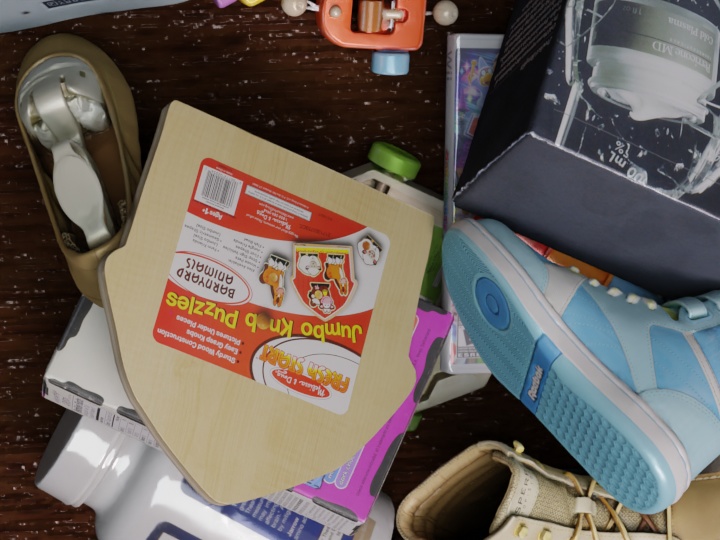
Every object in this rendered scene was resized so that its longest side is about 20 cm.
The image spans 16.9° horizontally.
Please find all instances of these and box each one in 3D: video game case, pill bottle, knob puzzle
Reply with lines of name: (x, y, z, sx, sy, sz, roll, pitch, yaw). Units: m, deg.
video game case: (0.117, -0.040, 1.445, 0.143, 0.018, 0.200, -1, 95, -20)
pill bottle: (-0.089, 0.139, 1.454, 0.200, 0.111, 0.111, 30, 99, -12)
knob puzzle: (-0.059, 0.033, 1.326, 0.219, 0.030, 0.220, 6, 79, -30)

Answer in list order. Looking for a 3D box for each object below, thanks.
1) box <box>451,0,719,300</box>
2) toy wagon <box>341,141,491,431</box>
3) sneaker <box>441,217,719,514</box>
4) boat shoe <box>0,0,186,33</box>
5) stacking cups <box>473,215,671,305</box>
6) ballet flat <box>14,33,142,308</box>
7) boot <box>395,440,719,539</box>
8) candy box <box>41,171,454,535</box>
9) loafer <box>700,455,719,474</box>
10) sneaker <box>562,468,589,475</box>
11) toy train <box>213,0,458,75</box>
box: (0.183, -0.101, 1.372, 0.200, 0.124, 0.197, 23, 68, -11)
toy wagon: (0.000, 0.000, 1.466, 0.200, 0.040, 0.155, 24, 100, -10)
sneaker: (0.145, 0.030, 1.354, 0.130, 0.080, 0.200, -31, 71, -26)
boat shoe: (-0.186, -0.193, 1.390, 0.200, 0.071, 0.091, -6, 77, 9)
stacking cups: (0.147, 0.029, 1.413, 0.200, 0.061, 0.061, 34, 99, -5)
ballet flat: (-0.156, -0.070, 1.358, 0.069, 0.200, 0.063, -27, 147, 5)
boot: (0.138, 0.139, 1.376, 0.200, 0.073, 0.155, -17, 149, 33)
candy box: (-0.065, 0.049, 1.387, 0.200, 0.061, 0.137, 25, 73, -2)
loafer: (0.215, 0.083, 1.493, 0.070, 0.070, 0.200, 39, 80, -43)
sneaker: (0.069, 0.179, 1.513, 0.200, 0.078, 0.066, -27, 94, -17)
toy train: (-0.021, -0.214, 1.406, 0.150, 0.056, 0.200, -4, 103, -13)
